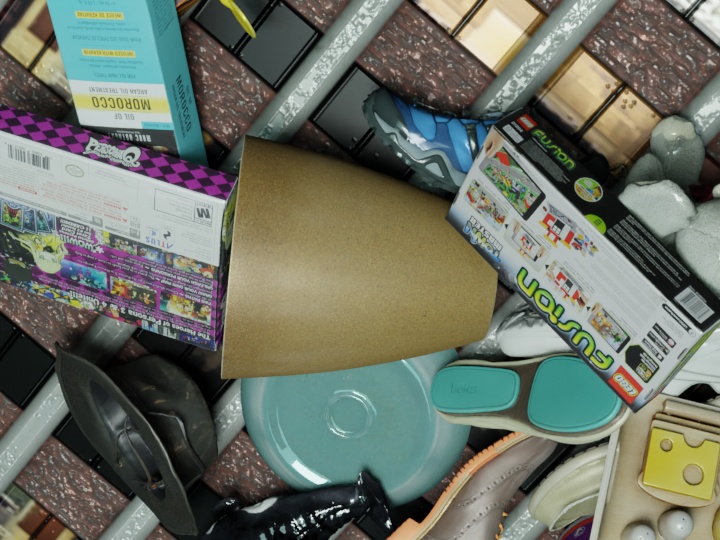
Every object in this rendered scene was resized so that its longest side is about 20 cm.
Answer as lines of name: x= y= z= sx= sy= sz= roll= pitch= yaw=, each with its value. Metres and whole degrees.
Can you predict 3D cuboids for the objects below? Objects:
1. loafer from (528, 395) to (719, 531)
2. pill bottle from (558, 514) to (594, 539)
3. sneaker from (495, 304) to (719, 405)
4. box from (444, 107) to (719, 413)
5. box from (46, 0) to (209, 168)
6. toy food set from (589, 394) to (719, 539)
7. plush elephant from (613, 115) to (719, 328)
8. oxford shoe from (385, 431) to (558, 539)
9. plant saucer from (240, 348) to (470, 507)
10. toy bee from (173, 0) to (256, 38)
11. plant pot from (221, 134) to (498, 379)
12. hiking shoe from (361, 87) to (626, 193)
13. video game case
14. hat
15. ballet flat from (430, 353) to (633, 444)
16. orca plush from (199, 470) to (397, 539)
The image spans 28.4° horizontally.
loafer: x=0.227 y=0.163 z=1.124 sx=0.200 sy=0.076 sz=0.068 roll=-29 pitch=67 yaw=14
pill bottle: x=0.199 y=0.274 z=1.106 sx=0.112 sy=0.200 sz=0.113 roll=3 pitch=107 yaw=10
sneaker: x=0.206 y=0.069 z=1.113 sx=0.200 sy=0.078 sz=0.100 roll=0 pitch=109 yaw=12
box: x=0.151 y=-0.006 z=0.988 sx=0.200 sy=0.035 sz=0.110 roll=47 pitch=146 yaw=16
box: x=-0.176 y=-0.137 z=1.097 sx=0.082 sy=0.049 sz=0.200 roll=4 pitch=130 yaw=15
toy food set: x=0.274 y=0.169 z=1.046 sx=0.200 sy=0.060 sz=0.144 roll=14 pitch=75 yaw=0
plush elephant: x=0.259 y=-0.025 z=0.997 sx=0.165 sy=0.155 sz=0.200 roll=35 pitch=73 yaw=3
oxford shoe: x=0.096 y=0.203 z=1.154 sx=0.200 sy=0.071 sz=0.073 roll=-45 pitch=69 yaw=4
plant saucer: x=-0.008 y=0.116 z=1.187 sx=0.200 sy=0.036 sz=0.200 roll=3 pitch=107 yaw=10
toy bee: x=-0.111 y=-0.250 z=1.064 sx=0.131 sy=0.109 sz=0.200 roll=33 pitch=109 yaw=2
plant pot: x=0.000 y=0.000 z=1.090 sx=0.200 sy=0.186 sz=0.187 roll=6 pitch=107 yaw=-3
hiking shoe: x=0.097 y=-0.096 z=1.094 sx=0.200 sy=0.074 sz=0.087 roll=30 pitch=102 yaw=-9
video game case: x=-0.199 y=-0.030 z=1.138 sx=0.200 sy=0.036 sz=0.181 roll=17 pitch=138 yaw=7
hat: x=-0.172 y=0.123 z=1.188 sx=0.081 sy=0.201 sz=0.201 roll=-36 pitch=99 yaw=-22
ballet flat: x=0.141 y=0.100 z=1.090 sx=0.200 sy=0.069 sz=0.070 roll=4 pitch=111 yaw=49
orca plush: x=-0.063 y=0.240 z=1.196 sx=0.200 sy=0.071 sz=0.105 roll=-14 pitch=131 yaw=19
